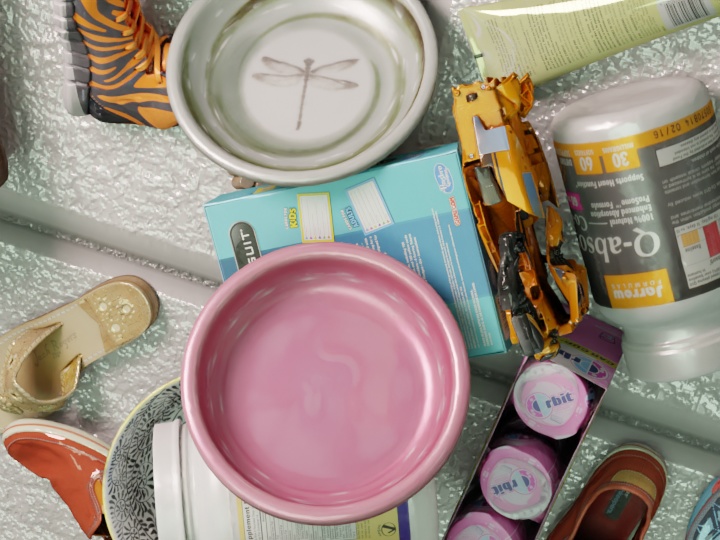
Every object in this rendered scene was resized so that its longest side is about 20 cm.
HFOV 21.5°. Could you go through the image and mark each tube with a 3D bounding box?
[{"bbox_3d":[0.170,-0.182,1.357,0.199,0.052,0.058,-17,61,24],"label":"tube"}]

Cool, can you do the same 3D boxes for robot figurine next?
[{"bbox_3d":[0.113,-0.036,1.317,0.058,0.145,0.201,-15,93,14],"label":"robot figurine"}]

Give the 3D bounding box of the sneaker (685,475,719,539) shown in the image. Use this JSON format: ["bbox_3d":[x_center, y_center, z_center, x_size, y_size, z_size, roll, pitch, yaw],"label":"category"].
[{"bbox_3d":[0.320,0.176,1.401,0.200,0.096,0.079,-36,94,24],"label":"sneaker"}]

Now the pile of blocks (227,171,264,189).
[{"bbox_3d":[-0.064,-0.067,1.462,0.082,0.062,0.201,-26,98,-10],"label":"pile of blocks"}]

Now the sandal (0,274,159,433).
[{"bbox_3d":[-0.260,0.077,1.556,0.211,0.070,0.078,-34,96,24],"label":"sandal"}]

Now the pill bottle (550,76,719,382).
[{"bbox_3d":[0.214,-0.029,1.355,0.116,0.116,0.201,-11,104,20],"label":"pill bottle"}]

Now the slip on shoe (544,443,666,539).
[{"bbox_3d":[0.177,0.227,1.473,0.074,0.061,0.200,27,115,4],"label":"slip on shoe"}]

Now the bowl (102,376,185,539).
[{"bbox_3d":[-0.103,0.164,1.513,0.200,0.094,0.202,-1,101,-4],"label":"bowl"}]

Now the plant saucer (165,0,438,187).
[{"bbox_3d":[-0.041,-0.141,1.389,0.199,0.201,0.050,13,155,12],"label":"plant saucer"}]

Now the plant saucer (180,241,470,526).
[{"bbox_3d":[-0.024,0.081,1.320,0.200,0.051,0.201,0,71,0],"label":"plant saucer"}]

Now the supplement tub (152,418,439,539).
[{"bbox_3d":[-0.047,0.164,1.395,0.199,0.145,0.146,-6,107,-2],"label":"supplement tub"}]

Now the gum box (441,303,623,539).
[{"bbox_3d":[0.128,0.138,1.436,0.066,0.114,0.200,25,113,7],"label":"gum box"}]

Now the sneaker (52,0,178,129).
[{"bbox_3d":[-0.166,-0.181,1.418,0.112,0.078,0.200,12,149,4],"label":"sneaker"}]

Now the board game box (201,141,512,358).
[{"bbox_3d":[0.000,0.000,1.386,0.199,0.047,0.152,-11,100,19],"label":"board game box"}]

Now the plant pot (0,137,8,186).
[{"bbox_3d":[-0.375,-0.140,1.462,0.200,0.200,0.199,-8,113,19],"label":"plant pot"}]

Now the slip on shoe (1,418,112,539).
[{"bbox_3d":[-0.217,0.190,1.577,0.200,0.061,0.074,34,144,2],"label":"slip on shoe"}]

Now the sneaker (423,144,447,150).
[{"bbox_3d":[0.036,0.001,1.441,0.082,0.074,0.201,4,108,12],"label":"sneaker"}]
